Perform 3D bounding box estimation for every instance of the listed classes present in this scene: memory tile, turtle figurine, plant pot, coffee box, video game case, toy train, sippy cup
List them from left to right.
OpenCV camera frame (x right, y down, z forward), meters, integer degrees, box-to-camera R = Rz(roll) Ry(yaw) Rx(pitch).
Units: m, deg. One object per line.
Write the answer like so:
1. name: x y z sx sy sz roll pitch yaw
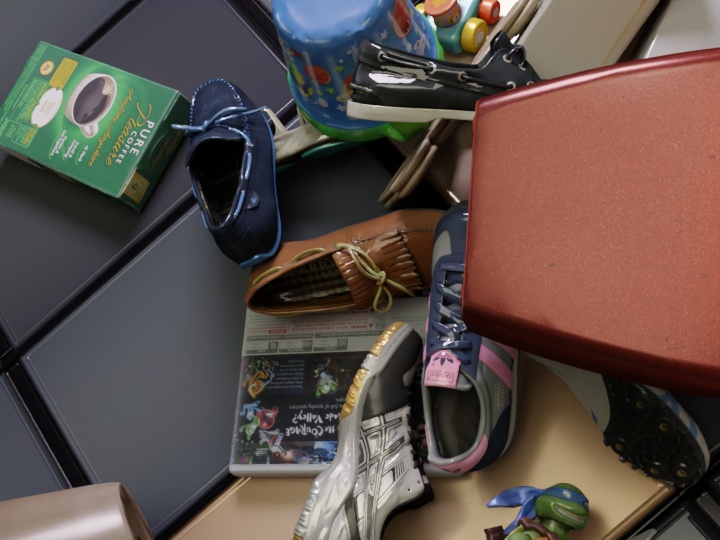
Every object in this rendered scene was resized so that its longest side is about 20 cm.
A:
1. plant pot: -0.247 0.253 0.894 0.173 0.200 0.200 -25 61 -7
2. coffee box: -0.271 -0.146 1.136 0.200 0.044 0.123 22 79 28
3. sippy cup: -0.010 -0.194 0.935 0.178 0.130 0.140 18 75 21
4. video game case: -0.008 0.081 0.950 0.200 0.023 0.182 -4 67 20
5. toy train: 0.024 -0.230 1.046 0.200 0.056 0.150 -29 62 9
6. memory tile: 0.080 -0.138 0.941 0.017 0.153 0.200 34 85 -3
7. turtle figurine: 0.137 0.246 0.755 0.200 0.144 0.194 20 81 31
8. plant pot: 0.157 -0.025 0.727 0.176 0.200 0.200 4 85 8

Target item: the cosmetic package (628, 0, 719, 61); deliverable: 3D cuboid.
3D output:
1. cosmetic package: 0.255 -0.129 0.876 0.113 0.081 0.200 28 77 0

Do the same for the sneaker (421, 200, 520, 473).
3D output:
1. sneaker: 0.076 0.050 0.829 0.070 0.082 0.200 -2 95 30

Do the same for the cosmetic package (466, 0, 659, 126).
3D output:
1. cosmetic package: 0.169 -0.186 0.895 0.071 0.105 0.200 33 111 -2

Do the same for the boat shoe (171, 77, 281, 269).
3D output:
1. boat shoe: -0.110 -0.098 0.965 0.084 0.069 0.200 -33 52 12

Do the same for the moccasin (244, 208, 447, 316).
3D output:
1. moccasin: 0.000 -0.001 0.914 0.201 0.074 0.078 -6 32 18

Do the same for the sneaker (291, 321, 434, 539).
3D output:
1. sneaker: 0.021 0.141 0.870 0.088 0.076 0.200 18 79 10

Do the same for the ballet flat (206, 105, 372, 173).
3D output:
1. ballet flat: -0.061 -0.123 1.023 0.200 0.067 0.062 -19 92 13

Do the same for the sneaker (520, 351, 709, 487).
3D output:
1. sneaker: 0.187 0.074 0.852 0.072 0.072 0.200 -25 63 -40

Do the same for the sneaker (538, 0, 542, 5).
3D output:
1. sneaker: 0.238 -0.263 0.964 0.200 0.081 0.083 -4 38 10

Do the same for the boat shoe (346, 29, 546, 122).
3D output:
1. boat shoe: 0.090 -0.141 0.827 0.199 0.075 0.066 2 103 4
